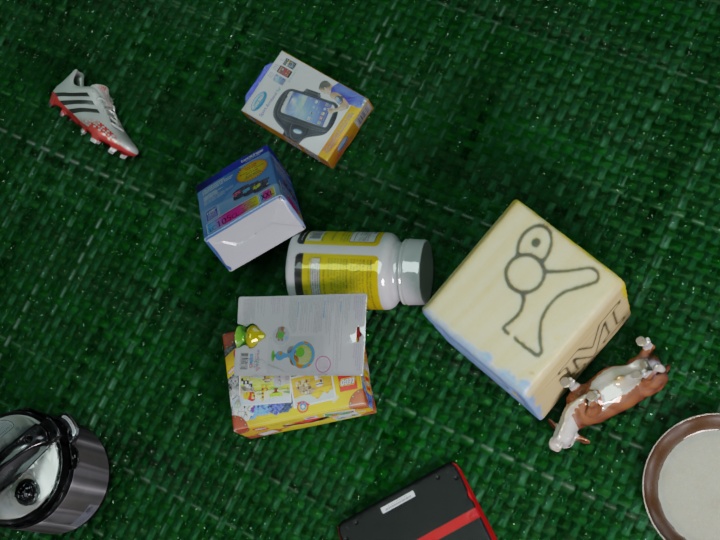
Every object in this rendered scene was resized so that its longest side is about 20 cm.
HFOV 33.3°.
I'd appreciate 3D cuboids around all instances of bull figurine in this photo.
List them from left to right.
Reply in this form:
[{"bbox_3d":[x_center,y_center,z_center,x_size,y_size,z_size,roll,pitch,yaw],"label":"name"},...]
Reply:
[{"bbox_3d":[0.330,0.168,1.631,0.200,0.121,0.065,-33,61,-2],"label":"bull figurine"}]

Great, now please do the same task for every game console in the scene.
[{"bbox_3d":[0.086,0.389,1.679,0.200,0.031,0.177,-30,65,5],"label":"game console"}]

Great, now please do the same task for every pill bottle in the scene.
[{"bbox_3d":[0.000,0.000,1.762,0.199,0.114,0.115,2,75,16],"label":"pill bottle"}]

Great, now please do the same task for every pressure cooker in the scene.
[{"bbox_3d":[-0.478,0.293,1.761,0.178,0.200,0.177,3,76,16],"label":"pressure cooker"}]

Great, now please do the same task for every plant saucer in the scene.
[{"bbox_3d":[0.476,0.291,1.598,0.199,0.032,0.201,-4,73,13],"label":"plant saucer"}]

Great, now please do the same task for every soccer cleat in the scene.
[{"bbox_3d":[-0.428,-0.257,1.974,0.200,0.069,0.085,36,91,25],"label":"soccer cleat"}]

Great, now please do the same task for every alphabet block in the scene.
[{"bbox_3d":[0.230,0.057,1.642,0.195,0.196,0.200,41,88,20],"label":"alphabet block"}]

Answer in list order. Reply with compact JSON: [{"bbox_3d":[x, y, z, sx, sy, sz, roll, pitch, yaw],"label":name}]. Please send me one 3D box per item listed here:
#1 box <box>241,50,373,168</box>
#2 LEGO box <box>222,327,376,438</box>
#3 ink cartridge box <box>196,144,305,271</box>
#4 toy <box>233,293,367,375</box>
[{"bbox_3d":[-0.093,-0.260,1.900,0.200,0.041,0.119,32,85,18],"label":"box"},{"bbox_3d":[-0.090,0.151,1.763,0.199,0.077,0.149,-13,71,11],"label":"LEGO box"},{"bbox_3d":[-0.172,-0.104,1.825,0.136,0.076,0.200,-29,32,6],"label":"ink cartridge box"},{"bbox_3d":[-0.081,0.094,1.710,0.199,0.047,0.116,-1,78,19],"label":"toy"}]
